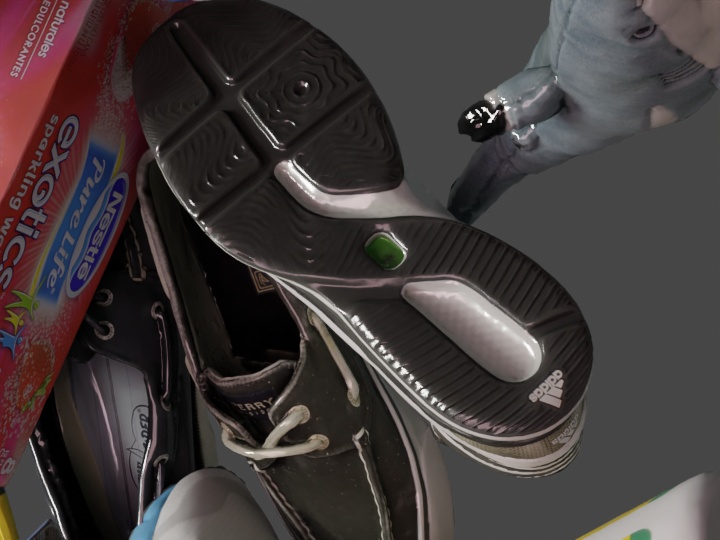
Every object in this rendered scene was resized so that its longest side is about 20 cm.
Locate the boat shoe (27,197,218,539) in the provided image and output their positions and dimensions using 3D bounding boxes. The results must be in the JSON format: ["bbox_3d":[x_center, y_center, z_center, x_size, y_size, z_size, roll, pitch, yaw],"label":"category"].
[{"bbox_3d":[-0.104,0.032,0.837,0.074,0.066,0.200,2,107,28],"label":"boat shoe"}]

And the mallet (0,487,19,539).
[{"bbox_3d":[-0.141,0.098,0.898,0.066,0.041,0.200,-8,98,29],"label":"mallet"}]

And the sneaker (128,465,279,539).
[{"bbox_3d":[-0.027,0.136,0.760,0.075,0.200,0.087,28,120,-32],"label":"sneaker"}]

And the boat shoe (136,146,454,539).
[{"bbox_3d":[-0.030,0.041,0.803,0.071,0.064,0.200,-20,96,30],"label":"boat shoe"}]

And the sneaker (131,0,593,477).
[{"bbox_3d":[0.000,0.000,0.753,0.076,0.115,0.201,-40,67,-10],"label":"sneaker"}]

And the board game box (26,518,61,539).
[{"bbox_3d":[-0.100,0.171,0.778,0.035,0.200,0.136,-44,91,12],"label":"board game box"}]

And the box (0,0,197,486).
[{"bbox_3d":[-0.140,-0.035,0.769,0.095,0.100,0.200,23,87,18],"label":"box"}]

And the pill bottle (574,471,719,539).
[{"bbox_3d":[0.071,0.158,0.762,0.200,0.113,0.113,-34,89,31],"label":"pill bottle"}]

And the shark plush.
[{"bbox_3d":[0.062,-0.069,0.688,0.091,0.083,0.200,63,154,-3],"label":"shark plush"}]
